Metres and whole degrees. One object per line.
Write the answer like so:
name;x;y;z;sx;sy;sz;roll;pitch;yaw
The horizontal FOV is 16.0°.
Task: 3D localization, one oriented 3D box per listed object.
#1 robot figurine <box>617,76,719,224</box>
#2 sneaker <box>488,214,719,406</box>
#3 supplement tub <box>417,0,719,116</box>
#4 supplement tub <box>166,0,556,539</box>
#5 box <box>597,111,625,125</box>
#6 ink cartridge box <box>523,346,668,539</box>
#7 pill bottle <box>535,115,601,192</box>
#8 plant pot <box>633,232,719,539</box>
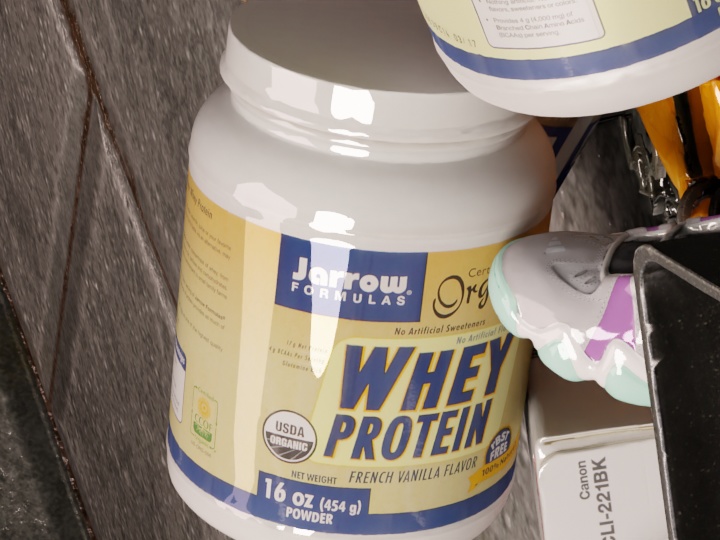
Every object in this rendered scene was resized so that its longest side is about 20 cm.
robot figurine;0.147;-0.073;1.008;0.145;0.058;0.200;-173;69;-73
sneaker;0.148;-0.015;0.901;0.078;0.200;0.140;-66;-14;-51
supplement tub;0.064;-0.168;0.856;0.145;0.145;0.200;48;165;56
supplement tub;0.000;0.000;1.014;0.144;0.144;0.200;-132;42;-56
box;0.026;-0.142;1.222;0.158;0.048;0.200;-18;88;41
ink cartridge box;0.116;0.090;1.106;0.200;0.084;0.145;-89;-10;-67
pill bottle;0.023;-0.038;1.138;0.200;0.116;0.116;-61;40;28
plant pot;0.211;0.085;0.739;0.200;0.177;0.200;-142;38;-64
